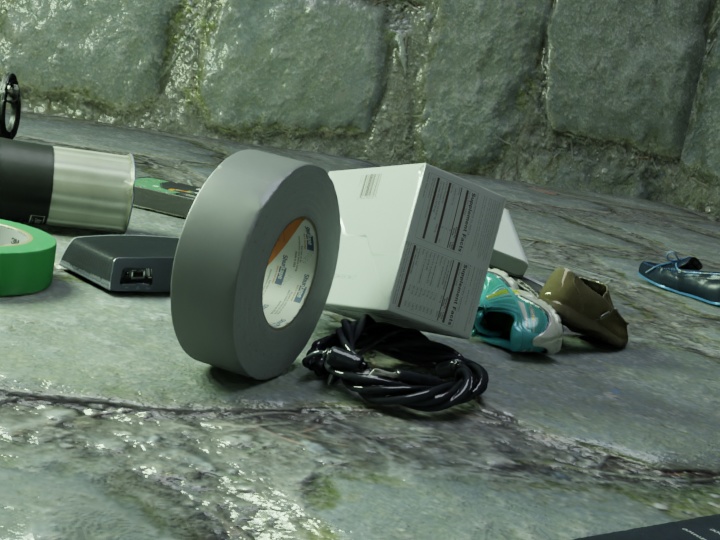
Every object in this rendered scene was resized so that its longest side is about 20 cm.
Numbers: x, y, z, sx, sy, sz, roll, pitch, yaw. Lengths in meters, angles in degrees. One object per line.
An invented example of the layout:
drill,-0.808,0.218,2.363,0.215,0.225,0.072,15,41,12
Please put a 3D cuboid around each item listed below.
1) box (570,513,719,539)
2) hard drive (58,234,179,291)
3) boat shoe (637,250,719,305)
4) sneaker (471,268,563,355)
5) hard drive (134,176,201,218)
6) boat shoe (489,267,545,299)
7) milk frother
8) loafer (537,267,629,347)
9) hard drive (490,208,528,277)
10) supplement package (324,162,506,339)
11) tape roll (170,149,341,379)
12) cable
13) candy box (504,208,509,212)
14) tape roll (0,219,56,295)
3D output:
box,0.159,0.189,0.484,0.199,0.105,0.148,2,14,-36
hard drive,-0.239,-0.009,1.322,0.199,0.043,0.135,0,14,-43
boat shoe,0.580,0.007,1.950,0.084,0.069,0.200,0,14,-44
sneaker,0.158,0.048,1.334,0.079,0.078,0.200,-6,17,-28
hard drive,-0.301,-0.119,1.864,0.199,0.038,0.140,14,11,15
boat shoe,0.177,0.026,1.494,0.200,0.070,0.066,28,17,36
milk frother,-0.416,-0.161,1.540,0.187,0.201,0.180,6,7,-23
loafer,0.287,0.047,1.388,0.076,0.068,0.200,19,-2,36
hard drive,0.156,-0.062,1.541,0.131,0.026,0.200,21,22,-9
supplement package,0.039,-0.022,1.197,0.111,0.156,0.200,20,-8,-30
tape roll,-0.090,-0.005,1.012,0.066,0.201,0.200,16,12,21
cable,0.046,0.085,1.071,0.163,0.051,0.200,13,9,23
candy box,0.131,-0.052,1.692,0.199,0.116,0.055,0,26,-46
tape roll,-0.430,-0.021,1.194,0.199,0.048,0.200,9,10,-2
